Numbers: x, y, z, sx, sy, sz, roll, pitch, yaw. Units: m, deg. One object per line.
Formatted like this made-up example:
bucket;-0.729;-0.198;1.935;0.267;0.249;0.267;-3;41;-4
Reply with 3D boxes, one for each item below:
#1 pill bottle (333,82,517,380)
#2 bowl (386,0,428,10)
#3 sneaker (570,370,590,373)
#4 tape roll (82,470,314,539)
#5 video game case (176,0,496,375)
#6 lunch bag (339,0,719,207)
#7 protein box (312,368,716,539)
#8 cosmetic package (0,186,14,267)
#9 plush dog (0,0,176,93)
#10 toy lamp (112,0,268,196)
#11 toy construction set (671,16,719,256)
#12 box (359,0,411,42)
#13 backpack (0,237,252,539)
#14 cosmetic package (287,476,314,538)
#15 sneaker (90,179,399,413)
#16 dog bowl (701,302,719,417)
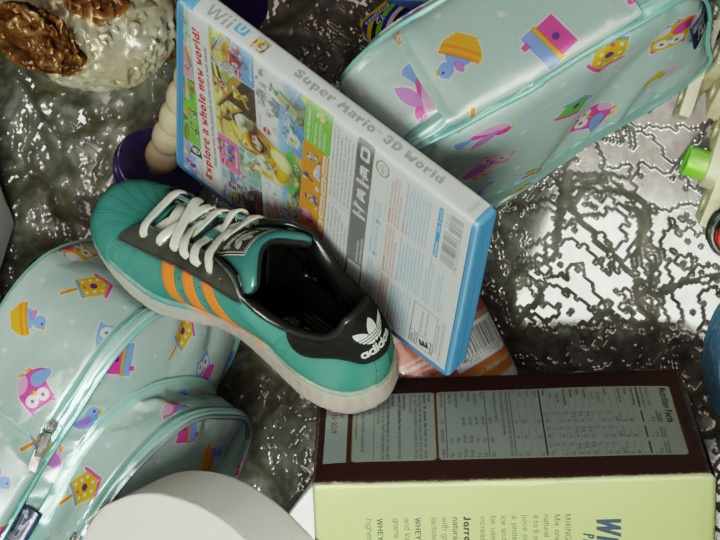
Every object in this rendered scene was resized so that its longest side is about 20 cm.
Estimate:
pill bottle;0.000;0.000;1.268;0.112;0.112;0.201;-26;91;12
bowl;0.066;-0.231;1.222;0.200;0.039;0.202;-12;64;26
sneaker;0.138;0.158;1.279;0.082;0.075;0.201;-15;94;9
tape roll;-0.071;0.202;1.140;0.202;0.037;0.204;20;119;39
video game case;-0.018;-0.045;1.145;0.200;0.143;0.018;38;62;18
lunch bag;0.096;-0.104;1.169;0.199;0.160;0.077;-29;70;2
protein box;0.079;0.170;1.173;0.199;0.135;0.200;-2;110;2
cosmetic package;-0.326;-0.056;1.268;0.198;0.123;0.201;-1;137;10
plush dog;-0.173;-0.178;1.265;0.160;0.200;0.172;-42;75;44
toy lamp;-0.101;-0.090;1.253;0.058;0.058;0.200;36;143;4
toy construction set;0.255;-0.062;1.226;0.199;0.092;0.132;23;108;10
box;0.102;-0.166;1.243;0.200;0.070;0.064;-39;52;11
backpack;-0.152;0.088;1.263;0.153;0.176;0.201;25;99;24
cosmetic package;-0.030;0.216;1.312;0.113;0.081;0.200;34;99;2
sneaker;-0.063;-0.005;1.168;0.199;0.080;0.071;30;60;22
dog bowl;0.293;0.061;1.255;0.199;0.050;0.112;8;97;8
